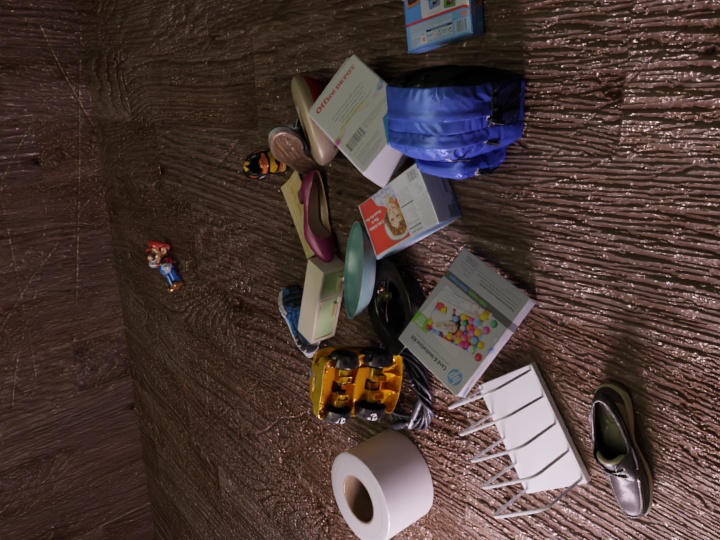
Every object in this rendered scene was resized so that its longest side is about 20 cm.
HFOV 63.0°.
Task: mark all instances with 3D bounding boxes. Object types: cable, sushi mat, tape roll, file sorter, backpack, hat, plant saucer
[{"bbox_3d":[0.085,0.241,1.244,0.162,0.050,0.205,-12,91,55],"label":"cable"},{"bbox_3d":[-0.142,-0.136,1.446,0.095,0.012,0.204,-32,77,50],"label":"sushi mat"},{"bbox_3d":[0.045,0.476,1.300,0.201,0.137,0.208,22,119,46],"label":"tape roll"},{"bbox_3d":[0.254,0.285,0.980,0.138,0.123,0.204,-38,71,50],"label":"file sorter"},{"bbox_3d":[0.141,-0.227,0.899,0.161,0.197,0.172,14,112,48],"label":"backpack"},{"bbox_3d":[0.084,0.070,1.167,0.200,0.079,0.206,176,90,-68],"label":"hat"},{"bbox_3d":[0.000,0.000,1.235,0.200,0.035,0.206,-177,90,-79],"label":"plant saucer"}]

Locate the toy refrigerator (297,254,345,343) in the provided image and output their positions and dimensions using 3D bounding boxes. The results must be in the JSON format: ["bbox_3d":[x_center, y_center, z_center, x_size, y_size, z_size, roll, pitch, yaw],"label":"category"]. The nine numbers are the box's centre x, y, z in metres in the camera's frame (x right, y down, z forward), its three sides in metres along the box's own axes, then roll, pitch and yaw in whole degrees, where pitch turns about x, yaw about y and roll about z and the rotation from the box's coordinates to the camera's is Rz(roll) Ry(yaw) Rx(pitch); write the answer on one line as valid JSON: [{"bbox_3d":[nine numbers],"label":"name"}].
[{"bbox_3d":[-0.090,0.069,1.395,0.070,0.075,0.204,38,129,38],"label":"toy refrigerator"}]

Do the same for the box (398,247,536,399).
[{"bbox_3d":[0.177,0.087,1.004,0.156,0.041,0.202,42,100,36],"label":"box"}]

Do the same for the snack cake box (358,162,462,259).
[{"bbox_3d":[0.088,-0.112,1.113,0.199,0.066,0.117,-29,80,52],"label":"snack cake box"}]

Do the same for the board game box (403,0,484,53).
[{"bbox_3d":[0.130,-0.480,0.966,0.150,0.036,0.205,7,107,51],"label":"board game box"}]

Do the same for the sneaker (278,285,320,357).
[{"bbox_3d":[-0.162,0.136,1.519,0.087,0.073,0.203,96,155,-63],"label":"sneaker"}]

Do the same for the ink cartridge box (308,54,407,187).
[{"bbox_3d":[0.013,-0.281,1.099,0.145,0.084,0.201,-48,61,13],"label":"ink cartridge box"}]

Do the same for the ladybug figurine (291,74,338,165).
[{"bbox_3d":[-0.092,-0.327,1.253,0.136,0.070,0.204,122,129,-84],"label":"ladybug figurine"}]

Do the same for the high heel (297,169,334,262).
[{"bbox_3d":[-0.095,-0.125,1.344,0.096,0.066,0.204,-44,65,55],"label":"high heel"}]

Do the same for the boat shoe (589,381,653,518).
[{"bbox_3d":[0.375,0.271,0.867,0.073,0.064,0.205,-16,89,51],"label":"boat shoe"}]

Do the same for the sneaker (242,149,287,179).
[{"bbox_3d":[-0.271,-0.273,1.506,0.198,0.089,0.072,2,103,51],"label":"sneaker"}]

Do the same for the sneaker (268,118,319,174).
[{"bbox_3d":[-0.158,-0.295,1.295,0.069,0.200,0.111,-24,72,12],"label":"sneaker"}]

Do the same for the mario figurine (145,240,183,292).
[{"bbox_3d":[-0.746,-0.016,2.186,0.122,0.106,0.203,-29,84,16],"label":"mario figurine"}]

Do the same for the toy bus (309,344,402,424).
[{"bbox_3d":[-0.040,0.212,1.212,0.190,0.196,0.139,21,104,51],"label":"toy bus"}]
